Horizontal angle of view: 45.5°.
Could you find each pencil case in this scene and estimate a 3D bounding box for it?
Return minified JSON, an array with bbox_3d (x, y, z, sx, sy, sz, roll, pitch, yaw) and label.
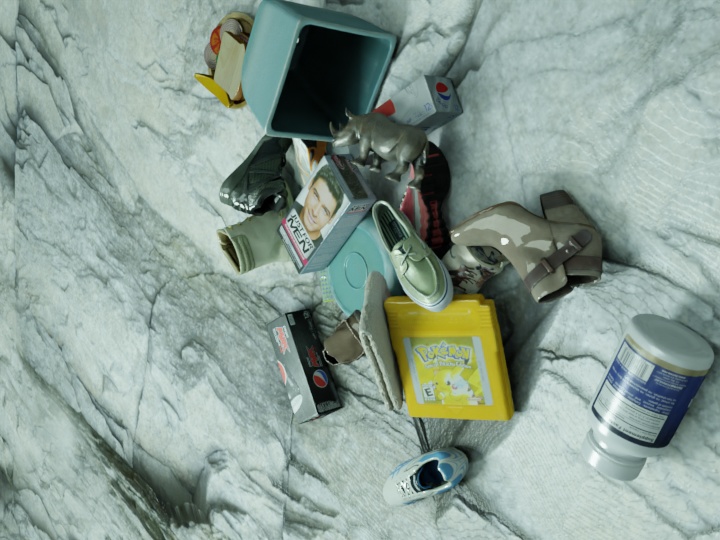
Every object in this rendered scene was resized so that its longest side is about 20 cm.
[{"bbox_3d":[0.145,0.026,1.321,0.089,0.078,0.200,42,126,9],"label":"pencil case"}]

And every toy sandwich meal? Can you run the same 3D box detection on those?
[{"bbox_3d":[-0.254,-0.405,1.667,0.204,0.070,0.207,8,101,44],"label":"toy sandwich meal"}]

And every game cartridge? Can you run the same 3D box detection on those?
[{"bbox_3d":[0.134,0.134,1.311,0.175,0.032,0.202,-3,112,29],"label":"game cartridge"}]

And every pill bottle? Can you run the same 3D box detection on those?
[{"bbox_3d":[0.359,0.167,1.102,0.111,0.111,0.201,37,121,35],"label":"pill bottle"}]

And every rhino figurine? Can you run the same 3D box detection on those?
[{"bbox_3d":[0.026,-0.198,1.326,0.199,0.060,0.088,28,101,35],"label":"rhino figurine"}]

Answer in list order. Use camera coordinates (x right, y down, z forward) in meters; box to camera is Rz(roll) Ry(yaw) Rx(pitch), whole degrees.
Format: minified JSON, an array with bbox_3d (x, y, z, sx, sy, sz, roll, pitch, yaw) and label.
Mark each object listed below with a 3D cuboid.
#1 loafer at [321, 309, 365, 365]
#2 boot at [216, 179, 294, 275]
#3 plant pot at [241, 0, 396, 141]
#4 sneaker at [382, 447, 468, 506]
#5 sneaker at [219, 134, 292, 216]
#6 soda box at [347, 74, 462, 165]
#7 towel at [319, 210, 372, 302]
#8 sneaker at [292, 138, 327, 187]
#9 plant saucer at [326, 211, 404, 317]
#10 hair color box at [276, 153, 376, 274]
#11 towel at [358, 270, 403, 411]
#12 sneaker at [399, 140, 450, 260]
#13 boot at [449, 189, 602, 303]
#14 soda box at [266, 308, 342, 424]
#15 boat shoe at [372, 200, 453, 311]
[{"bbox_3d":[-0.021,0.127,1.451,0.073,0.071,0.200,55,162,12],"label":"loafer"},{"bbox_3d":[-0.197,-0.097,1.589,0.201,0.154,0.072,66,152,14],"label":"boot"},{"bbox_3d":[-0.096,-0.352,1.439,0.200,0.195,0.198,47,126,40],"label":"plant pot"},{"bbox_3d":[0.095,0.346,1.423,0.200,0.072,0.072,-39,70,43],"label":"sneaker"},{"bbox_3d":[-0.156,-0.176,1.558,0.114,0.200,0.076,30,153,12],"label":"sneaker"},{"bbox_3d":[0.064,-0.236,1.373,0.199,0.068,0.064,-27,77,45],"label":"soda box"},{"bbox_3d":[-0.013,-0.023,1.513,0.199,0.023,0.145,-10,89,45],"label":"towel"},{"bbox_3d":[-0.098,-0.200,1.540,0.092,0.075,0.201,-36,69,46],"label":"sneaker"},{"bbox_3d":[0.000,0.000,1.456,0.199,0.027,0.202,14,109,49],"label":"plant saucer"},{"bbox_3d":[-0.061,-0.093,1.443,0.200,0.060,0.099,-51,60,42],"label":"hair color box"},{"bbox_3d":[0.040,0.116,1.364,0.034,0.133,0.201,-7,132,15],"label":"towel"},{"bbox_3d":[0.088,-0.104,1.363,0.086,0.073,0.202,7,101,46],"label":"sneaker"},{"bbox_3d":[0.232,-0.023,1.191,0.199,0.070,0.147,-21,63,18],"label":"boot"},{"bbox_3d":[-0.107,0.179,1.608,0.071,0.063,0.202,-30,74,43],"label":"soda box"},{"bbox_3d":[0.069,-0.022,1.286,0.072,0.062,0.201,-40,55,12],"label":"boat shoe"}]
